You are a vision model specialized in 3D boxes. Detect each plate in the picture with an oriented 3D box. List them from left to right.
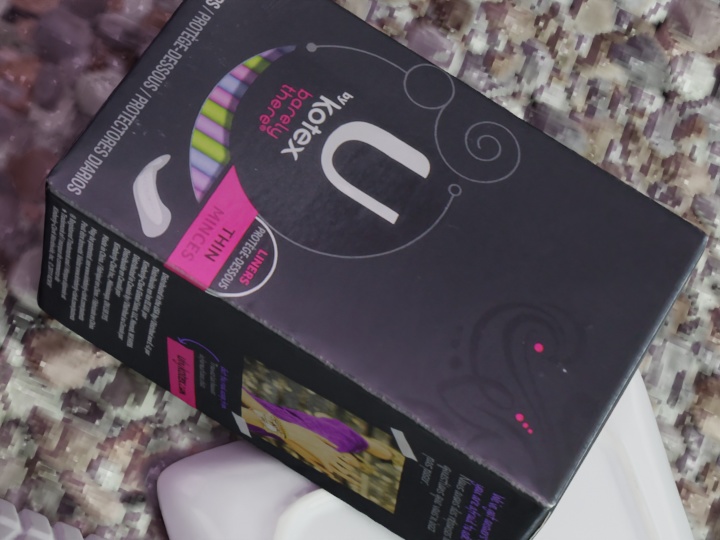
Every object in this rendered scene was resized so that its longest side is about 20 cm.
[{"bbox_3d":[0.047,0.138,0.832,0.199,0.032,0.200,-16,81,-18],"label":"plate"}]

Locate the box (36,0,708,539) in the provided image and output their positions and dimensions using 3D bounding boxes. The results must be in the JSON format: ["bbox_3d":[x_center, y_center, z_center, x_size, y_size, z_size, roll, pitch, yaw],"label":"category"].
[{"bbox_3d":[0.000,0.000,0.793,0.200,0.106,0.122,32,65,4],"label":"box"}]

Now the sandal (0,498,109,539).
[{"bbox_3d":[-0.139,0.111,0.774,0.202,0.082,0.050,22,108,-4],"label":"sandal"}]
